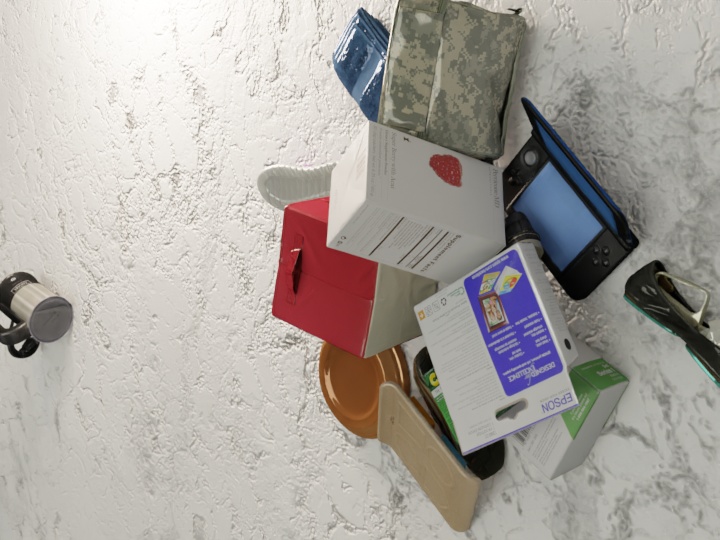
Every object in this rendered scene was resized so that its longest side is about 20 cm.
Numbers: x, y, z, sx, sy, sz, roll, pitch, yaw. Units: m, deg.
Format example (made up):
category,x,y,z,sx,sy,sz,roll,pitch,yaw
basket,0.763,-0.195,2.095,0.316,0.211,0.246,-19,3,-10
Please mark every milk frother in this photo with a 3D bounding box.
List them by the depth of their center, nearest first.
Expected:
category,x,y,z,sx,sy,sz,roll,pitch,yaw
milk frother,-0.800,0.137,2.205,0.186,0.181,0.201,25,157,40

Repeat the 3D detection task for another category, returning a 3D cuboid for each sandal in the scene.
category,x,y,z,sx,sy,sz,roll,pitch,yaw
sandal,-0.082,-0.140,1.463,0.199,0.050,0.084,1,112,33

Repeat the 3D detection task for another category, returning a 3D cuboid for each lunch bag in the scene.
category,x,y,z,sx,sy,sz,roll,pitch,yaw
lunch bag,0.121,-0.247,1.161,0.164,0.139,0.205,12,101,13

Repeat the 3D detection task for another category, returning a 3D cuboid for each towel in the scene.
category,x,y,z,sx,sy,sz,roll,pitch,yaw
towel,0.028,-0.279,1.322,0.202,0.048,0.112,56,132,23

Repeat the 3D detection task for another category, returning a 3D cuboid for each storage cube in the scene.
category,x,y,z,sx,sy,sz,roll,pitch,yaw
storage cube,0.000,0.000,1.300,0.177,0.198,0.175,22,111,34

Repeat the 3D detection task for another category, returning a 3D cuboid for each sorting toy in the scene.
category,x,y,z,sx,sy,sz,roll,pitch,yaw
sorting toy,0.100,0.271,1.311,0.200,0.036,0.187,45,155,28

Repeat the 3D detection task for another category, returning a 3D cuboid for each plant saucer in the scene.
category,x,y,z,sx,sy,sz,roll,pitch,yaw
plant saucer,-0.003,0.173,1.440,0.198,0.037,0.205,11,105,45

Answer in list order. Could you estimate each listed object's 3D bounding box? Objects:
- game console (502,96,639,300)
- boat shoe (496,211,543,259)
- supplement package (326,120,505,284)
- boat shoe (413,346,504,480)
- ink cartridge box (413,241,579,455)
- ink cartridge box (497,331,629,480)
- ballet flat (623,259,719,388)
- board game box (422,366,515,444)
category,x,y,z,sx,sy,sz,roll,pitch,yaw
game console,0.235,-0.082,1.094,0.202,0.117,0.172,56,131,23
boat shoe,0.176,-0.005,1.200,0.201,0.071,0.064,127,136,-52
supplement package,0.071,-0.081,1.134,0.120,0.196,0.124,-46,35,51
boat shoe,0.138,0.201,1.283,0.203,0.075,0.074,63,161,6
ink cartridge box,0.167,0.099,1.095,0.197,0.043,0.204,-34,67,43
ink cartridge box,0.224,0.143,1.166,0.200,0.083,0.148,43,123,34
ballet flat,0.381,0.063,1.007,0.200,0.067,0.069,48,119,29
board game box,0.166,0.130,1.147,0.200,0.023,0.106,-45,65,39
